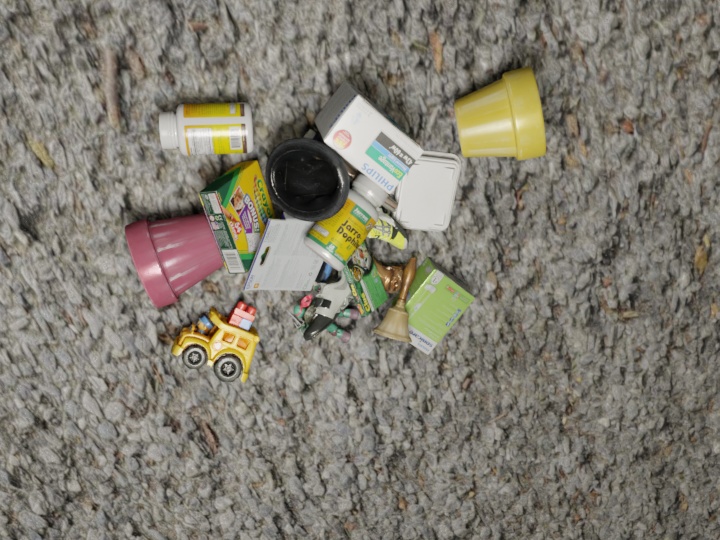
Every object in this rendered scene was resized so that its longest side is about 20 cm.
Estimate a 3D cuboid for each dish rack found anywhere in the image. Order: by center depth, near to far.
[{"bbox_3d":[0.160,-0.190,1.687,0.169,0.044,0.203,4,113,-13],"label":"dish rack"}]

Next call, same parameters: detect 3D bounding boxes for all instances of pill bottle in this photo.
[{"bbox_3d":[-0.336,-0.310,1.503,0.197,0.109,0.111,-3,114,-9],"label":"pill bottle"},{"bbox_3d":[-0.029,-0.110,1.533,0.112,0.113,0.201,38,85,-23],"label":"pill bottle"}]

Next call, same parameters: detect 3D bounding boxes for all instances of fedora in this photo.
[{"bbox_3d":[-0.105,-0.205,1.494,0.198,0.092,0.204,9,114,20],"label":"fedora"}]

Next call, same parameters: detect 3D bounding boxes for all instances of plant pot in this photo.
[{"bbox_3d":[-0.415,-0.040,1.561,0.177,0.200,0.202,-22,116,-9],"label":"plant pot"},{"bbox_3d":[0.316,-0.346,1.579,0.186,0.201,0.203,-11,116,12],"label":"plant pot"}]

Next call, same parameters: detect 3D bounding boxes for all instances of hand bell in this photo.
[{"bbox_3d":[0.103,0.066,1.694,0.103,0.104,0.203,14,91,-16],"label":"hand bell"}]

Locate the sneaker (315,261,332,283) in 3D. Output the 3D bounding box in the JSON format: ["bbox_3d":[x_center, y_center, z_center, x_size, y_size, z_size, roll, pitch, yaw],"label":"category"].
[{"bbox_3d":[-0.061,-0.063,1.678,0.078,0.066,0.203,7,103,-37],"label":"sneaker"}]

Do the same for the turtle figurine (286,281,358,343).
[{"bbox_3d":[-0.107,0.113,1.738,0.198,0.101,0.151,21,108,-24],"label":"turtle figurine"}]

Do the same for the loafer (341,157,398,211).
[{"bbox_3d":[0.016,-0.214,1.634,0.199,0.072,0.063,32,92,-14],"label":"loafer"}]

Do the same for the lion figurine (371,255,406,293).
[{"bbox_3d":[0.033,0.001,1.726,0.199,0.073,0.123,34,106,-23],"label":"lion figurine"}]

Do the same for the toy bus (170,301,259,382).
[{"bbox_3d":[-0.345,0.158,1.699,0.198,0.136,0.194,23,94,-16],"label":"toy bus"}]

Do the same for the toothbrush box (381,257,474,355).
[{"bbox_3d":[0.175,0.093,1.786,0.145,0.086,0.201,33,103,-21],"label":"toothbrush box"}]

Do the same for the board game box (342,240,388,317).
[{"bbox_3d":[0.000,0.000,1.650,0.023,0.105,0.202,-12,104,37],"label":"board game box"}]

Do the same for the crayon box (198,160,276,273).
[{"bbox_3d":[-0.268,-0.123,1.563,0.058,0.173,0.202,-1,120,29],"label":"crayon box"}]

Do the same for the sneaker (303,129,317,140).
[{"bbox_3d":[-0.097,-0.211,1.596,0.145,0.081,0.202,23,113,-8],"label":"sneaker"}]

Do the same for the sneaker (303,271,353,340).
[{"bbox_3d":[-0.085,0.079,1.655,0.089,0.074,0.200,45,66,-9],"label":"sneaker"}]

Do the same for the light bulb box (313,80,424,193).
[{"bbox_3d":[0.015,-0.300,1.524,0.197,0.200,0.125,35,103,-22],"label":"light bulb box"}]

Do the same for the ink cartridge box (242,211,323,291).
[{"bbox_3d":[-0.168,-0.041,1.589,0.198,0.041,0.201,1,125,-41],"label":"ink cartridge box"}]

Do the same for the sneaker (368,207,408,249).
[{"bbox_3d":[0.039,-0.106,1.663,0.199,0.075,0.077,39,76,-31],"label":"sneaker"}]
